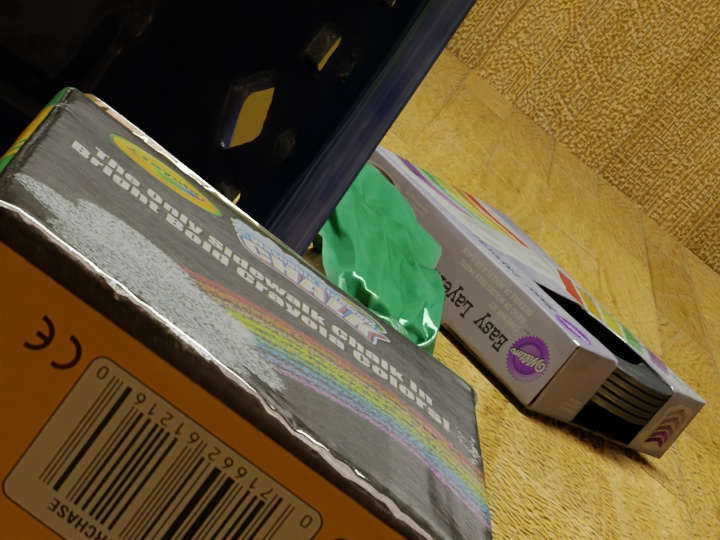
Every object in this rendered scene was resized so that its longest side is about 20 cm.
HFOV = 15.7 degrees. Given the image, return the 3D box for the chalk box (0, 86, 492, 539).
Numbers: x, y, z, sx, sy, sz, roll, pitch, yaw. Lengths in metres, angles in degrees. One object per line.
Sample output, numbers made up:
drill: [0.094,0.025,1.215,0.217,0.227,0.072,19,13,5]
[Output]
chalk box: [-0.056,0.050,0.560,0.124,0.124,0.200,37,8,-6]

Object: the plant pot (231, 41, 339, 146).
plant pot: [-0.081,-0.194,1.367,0.195,0.200,0.194,43,10,16]

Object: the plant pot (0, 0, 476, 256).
plant pot: [-0.103,-0.103,0.894,0.200,0.200,0.180,35,3,-26]

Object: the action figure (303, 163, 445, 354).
action figure: [0.000,0.000,1.224,0.118,0.055,0.200,38,16,-19]

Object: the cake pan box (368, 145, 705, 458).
cake pan box: [0.089,0.021,1.492,0.200,0.052,0.184,45,13,32]
